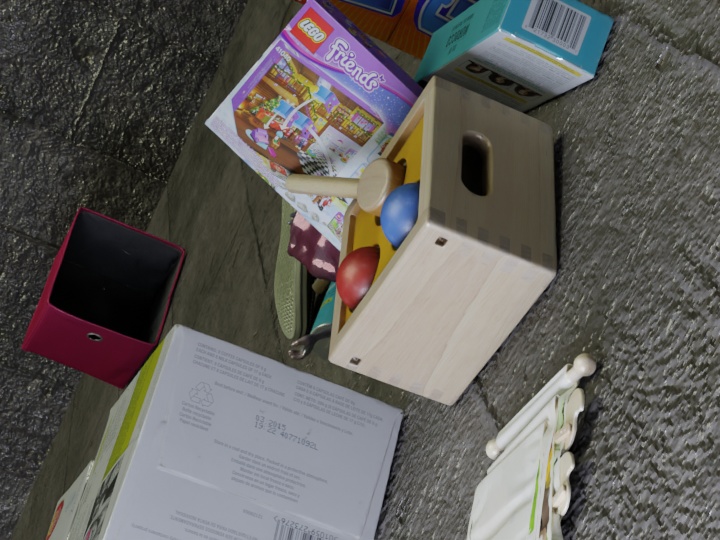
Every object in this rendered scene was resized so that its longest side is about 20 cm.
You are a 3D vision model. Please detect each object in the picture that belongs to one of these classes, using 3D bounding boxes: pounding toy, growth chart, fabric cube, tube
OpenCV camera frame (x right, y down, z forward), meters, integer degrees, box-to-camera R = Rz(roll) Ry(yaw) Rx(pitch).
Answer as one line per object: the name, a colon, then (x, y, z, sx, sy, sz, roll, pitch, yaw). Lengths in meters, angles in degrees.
pounding toy: (0.036, -0.034, 1.250, 0.184, 0.141, 0.201, -55, 21, 41)
growth chart: (0.091, 0.155, 1.012, 0.145, 0.018, 0.201, -46, 25, 57)
fabric cube: (-0.434, 0.050, 2.891, 0.199, 0.195, 0.201, -47, 24, 55)
tube: (0.000, 0.000, 1.583, 0.078, 0.050, 0.201, -53, 13, 42)

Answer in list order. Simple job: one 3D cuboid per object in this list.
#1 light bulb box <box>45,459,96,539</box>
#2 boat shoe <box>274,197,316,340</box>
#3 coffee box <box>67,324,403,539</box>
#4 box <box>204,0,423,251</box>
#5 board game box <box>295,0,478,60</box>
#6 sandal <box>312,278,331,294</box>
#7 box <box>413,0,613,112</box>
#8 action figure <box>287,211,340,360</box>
light bulb box: (-0.180, 0.297, 1.456, 0.125, 0.199, 0.199, 132, 156, -56)
boat shoe: (-0.050, -0.027, 1.788, 0.075, 0.062, 0.202, 160, 116, -66)
coffee box: (-0.110, 0.195, 1.343, 0.198, 0.199, 0.201, -47, 24, 56)
box: (-0.006, -0.101, 1.366, 0.137, 0.200, 0.039, -47, -1, 18)
board game box: (0.068, -0.323, 1.492, 0.201, 0.199, 0.200, -59, 16, 32)
sandal: (-0.021, -0.066, 1.721, 0.080, 0.054, 0.201, 119, 169, -65)
box: (0.113, -0.166, 1.313, 0.049, 0.082, 0.200, -68, 13, -11)
action figure: (0.007, -0.001, 1.483, 0.200, 0.148, 0.135, -118, 37, -49)
